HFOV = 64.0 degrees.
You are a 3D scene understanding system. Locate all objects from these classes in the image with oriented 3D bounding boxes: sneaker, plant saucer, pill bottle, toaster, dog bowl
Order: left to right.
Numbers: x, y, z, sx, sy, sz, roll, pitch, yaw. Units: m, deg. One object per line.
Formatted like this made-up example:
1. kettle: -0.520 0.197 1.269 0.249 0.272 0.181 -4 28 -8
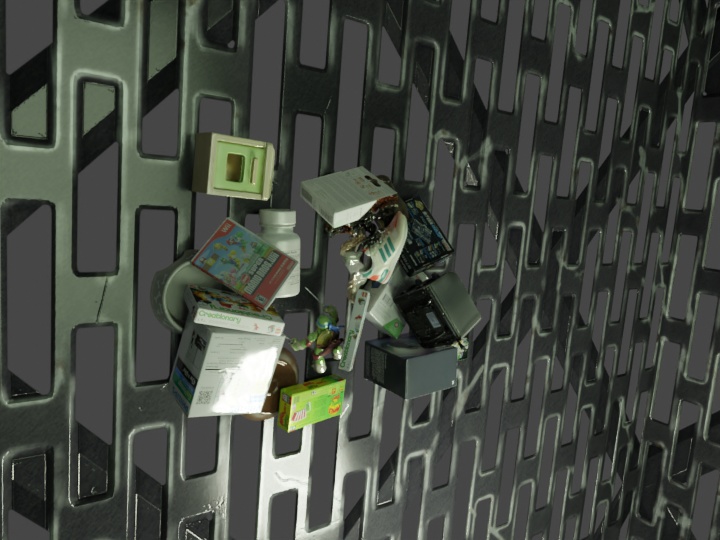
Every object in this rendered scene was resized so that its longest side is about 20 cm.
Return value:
1. dog bowl: -0.374 0.055 1.319 0.197 0.058 0.204 -9 105 -36
2. plant saucer: -0.236 0.295 1.484 0.198 0.036 0.204 -8 105 -35
3. pill bottle: -0.202 -0.044 1.393 0.113 0.114 0.204 -5 102 -36
4. sneaker: 0.057 -0.064 1.512 0.092 0.071 0.203 14 110 -17
5. toaster: 0.209 0.113 1.551 0.118 0.180 0.202 -34 95 -31

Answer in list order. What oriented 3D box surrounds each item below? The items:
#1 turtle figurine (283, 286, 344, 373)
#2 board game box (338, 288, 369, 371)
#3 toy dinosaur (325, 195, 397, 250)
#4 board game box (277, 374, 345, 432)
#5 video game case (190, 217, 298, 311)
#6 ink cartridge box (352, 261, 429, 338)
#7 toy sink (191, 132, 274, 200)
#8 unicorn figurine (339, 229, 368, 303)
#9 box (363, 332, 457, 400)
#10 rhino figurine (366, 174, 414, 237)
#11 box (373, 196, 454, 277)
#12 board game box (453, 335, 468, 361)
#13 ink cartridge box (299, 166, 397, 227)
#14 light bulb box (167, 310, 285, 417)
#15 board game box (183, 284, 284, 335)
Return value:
1. turtle figurine: -0.118 0.162 1.523 0.196 0.196 0.145 81 23 -44
2. board game box: -0.015 0.153 1.478 0.034 0.126 0.204 14 83 3
3. toy dinosaur: 0.001 -0.142 1.497 0.102 0.137 0.200 32 112 -36
4. board game box: -0.128 0.351 1.540 0.198 0.047 0.104 -5 107 -48
5. video game case: -0.257 -0.017 1.291 0.198 0.018 0.144 31 59 3
6. ink cartridge box: 0.094 0.067 1.654 0.145 0.087 0.201 44 74 -35
7. toy sink: -0.267 -0.231 1.308 0.197 0.111 0.133 3 98 -37
8. unicorn figurine: 0.000 0.000 1.589 0.136 0.074 0.202 -34 104 -16
9. box: 0.145 0.267 1.662 0.197 0.197 0.126 -6 103 -36
10. rhino figurine: 0.083 -0.176 1.570 0.087 0.060 0.202 -28 80 -27
11. box: 0.151 -0.099 1.620 0.157 0.046 0.202 -23 74 -31
12. board game box: 0.275 0.253 1.868 0.197 0.023 0.107 -3 103 -37
13. ink cartridge box: -0.031 -0.192 1.463 0.198 0.161 0.051 -19 136 -33
14. light bulb box: -0.303 0.208 1.304 0.196 0.124 0.203 9 106 -43
15. board game box: -0.277 0.087 1.262 0.197 0.126 0.035 14 105 -33
